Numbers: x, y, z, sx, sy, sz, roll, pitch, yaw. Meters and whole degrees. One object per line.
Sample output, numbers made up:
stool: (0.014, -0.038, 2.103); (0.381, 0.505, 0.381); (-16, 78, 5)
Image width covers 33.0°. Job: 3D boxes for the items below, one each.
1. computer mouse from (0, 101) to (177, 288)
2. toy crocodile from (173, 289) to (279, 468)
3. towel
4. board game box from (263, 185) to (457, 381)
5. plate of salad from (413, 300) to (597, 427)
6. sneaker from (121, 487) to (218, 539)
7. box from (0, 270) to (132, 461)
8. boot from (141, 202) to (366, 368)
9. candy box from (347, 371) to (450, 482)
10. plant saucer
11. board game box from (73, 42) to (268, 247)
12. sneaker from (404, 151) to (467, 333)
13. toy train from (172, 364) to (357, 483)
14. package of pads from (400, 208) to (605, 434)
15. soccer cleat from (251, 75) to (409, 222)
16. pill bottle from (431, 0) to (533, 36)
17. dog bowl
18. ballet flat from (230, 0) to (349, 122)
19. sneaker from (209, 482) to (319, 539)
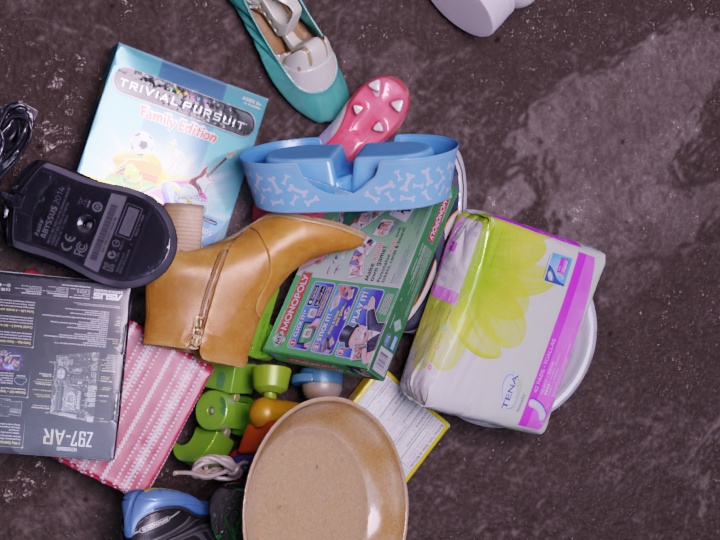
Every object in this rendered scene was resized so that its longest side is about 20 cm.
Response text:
computer mouse: (-0.253, -0.050, 1.076); (0.200, 0.053, 0.139); (25, 84, 1)
toy crocodile: (-0.125, 0.096, 1.173); (0.067, 0.062, 0.200); (22, 81, -59)
towel: (-0.255, 0.105, 1.121); (0.200, 0.022, 0.145); (29, 83, -6)
board game box: (0.000, 0.000, 1.153); (0.029, 0.134, 0.200); (40, 66, -43)
plate of salad: (0.151, 0.065, 1.274); (0.200, 0.048, 0.201); (-2, 99, -10)
sneaker: (-0.152, 0.256, 1.128); (0.200, 0.071, 0.083); (31, 62, -51)
box: (-0.310, 0.082, 1.081); (0.199, 0.044, 0.161); (5, 85, -9)
boot: (-0.097, 0.018, 1.120); (0.201, 0.071, 0.144); (5, 84, -11)
candy box: (-0.007, 0.204, 1.234); (0.102, 0.026, 0.200); (42, 79, -18)
plant saucer: (-0.037, 0.213, 1.075); (0.200, 0.035, 0.201); (8, 79, -45)
board game box: (-0.190, -0.092, 1.144); (0.151, 0.047, 0.200); (18, 87, -20)
sneaker: (0.051, -0.037, 1.206); (0.079, 0.078, 0.201); (9, 90, -54)
toy train: (-0.088, 0.139, 1.126); (0.200, 0.085, 0.116); (16, 69, -45)
package of pads: (0.137, 0.052, 1.197); (0.154, 0.068, 0.200); (16, 94, -26)
soccer cleat: (-0.026, -0.110, 1.194); (0.067, 0.076, 0.200); (43, 98, 3)
pill bottle: (0.160, -0.339, 1.224); (0.113, 0.113, 0.200); (45, 78, -16)
dog bowl: (-0.010, -0.087, 1.102); (0.199, 0.112, 0.050); (-1, 108, 9)
ballet flat: (-0.069, -0.227, 1.169); (0.067, 0.070, 0.200); (-39, 105, -17)
sneaker: (-0.066, 0.244, 1.146); (0.078, 0.085, 0.200); (-47, 129, 13)
